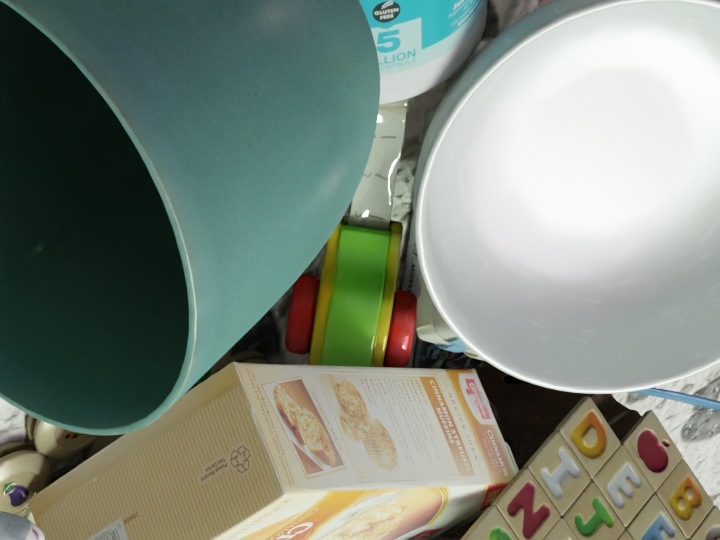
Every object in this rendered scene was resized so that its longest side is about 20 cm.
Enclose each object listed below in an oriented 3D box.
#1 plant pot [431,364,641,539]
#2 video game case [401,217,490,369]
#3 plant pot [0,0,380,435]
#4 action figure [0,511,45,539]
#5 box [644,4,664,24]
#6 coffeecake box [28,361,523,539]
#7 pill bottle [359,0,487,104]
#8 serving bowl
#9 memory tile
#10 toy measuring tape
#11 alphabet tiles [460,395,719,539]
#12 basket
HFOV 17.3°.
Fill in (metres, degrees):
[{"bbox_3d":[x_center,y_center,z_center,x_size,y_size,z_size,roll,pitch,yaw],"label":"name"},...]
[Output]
[{"bbox_3d":[0.089,0.172,1.377,0.200,0.200,0.198,-25,142,-30],"label":"plant pot"},{"bbox_3d":[0.104,-0.021,1.351,0.200,0.023,0.182,-26,142,-30],"label":"video game case"},{"bbox_3d":[-0.087,-0.061,0.934,0.161,0.200,0.201,-37,149,-38],"label":"plant pot"},{"bbox_3d":[-0.224,0.120,1.029,0.149,0.200,0.134,11,162,-21],"label":"action figure"},{"bbox_3d":[0.161,-0.224,1.094,0.200,0.131,0.199,-45,147,-3],"label":"box"},{"bbox_3d":[-0.040,0.113,1.200,0.153,0.073,0.200,-34,158,31],"label":"coffeecake box"},{"bbox_3d":[-0.002,-0.173,0.980,0.111,0.111,0.200,-32,144,-22],"label":"pill bottle"},{"bbox_3d":[0.117,-0.045,1.073,0.200,0.066,0.200,-5,121,-8],"label":"serving bowl"},{"bbox_3d":[-0.137,0.106,1.216,0.200,0.017,0.153,-48,148,3],"label":"memory tile"},{"bbox_3d":[0.000,0.000,1.204,0.073,0.074,0.200,-24,142,-32],"label":"toy measuring tape"},{"bbox_3d":[0.132,0.168,1.238,0.006,0.167,0.200,-24,-165,47],"label":"alphabet tiles"},{"bbox_3d":[0.131,-0.024,1.207,0.200,0.139,0.177,7,80,-23],"label":"basket"}]
